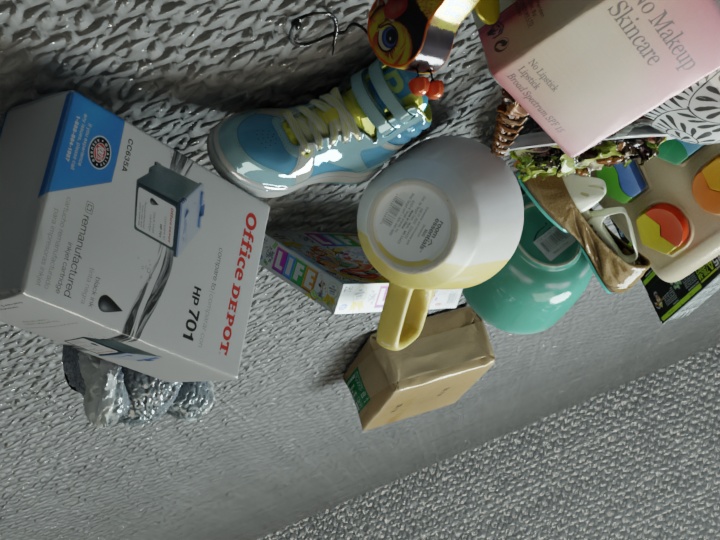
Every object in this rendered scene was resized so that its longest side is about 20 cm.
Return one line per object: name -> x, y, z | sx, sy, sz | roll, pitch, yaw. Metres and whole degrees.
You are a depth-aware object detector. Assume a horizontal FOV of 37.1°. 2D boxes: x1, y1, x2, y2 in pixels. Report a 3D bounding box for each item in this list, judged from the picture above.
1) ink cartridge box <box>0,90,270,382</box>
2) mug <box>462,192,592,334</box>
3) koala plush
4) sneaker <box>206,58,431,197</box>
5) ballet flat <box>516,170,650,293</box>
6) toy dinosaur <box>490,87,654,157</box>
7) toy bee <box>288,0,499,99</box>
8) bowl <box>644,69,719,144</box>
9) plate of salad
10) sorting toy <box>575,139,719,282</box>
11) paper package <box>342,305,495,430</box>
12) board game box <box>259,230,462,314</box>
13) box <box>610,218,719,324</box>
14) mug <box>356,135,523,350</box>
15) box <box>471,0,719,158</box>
ink cartridge box -> -0.170, -0.016, 0.774 | 0.085, 0.148, 0.199 | -7, 156, 39
mug -> 0.204, -0.030, 1.296 | 0.150, 0.187, 0.115 | 8, 151, -11
koala plush -> -0.203, 0.038, 0.894 | 0.183, 0.202, 0.177 | -29, 160, 18
sneaker -> -0.022, -0.125, 0.860 | 0.130, 0.080, 0.199 | -36, 167, 39
ballet flat -> 0.259, -0.058, 1.203 | 0.072, 0.200, 0.068 | -32, -160, 29
toy dinosaur -> 0.182, -0.180, 0.955 | 0.135, 0.103, 0.200 | 14, 157, -28
toy bee -> 0.049, -0.180, 0.742 | 0.130, 0.110, 0.200 | -13, 159, -31
bowl -> 0.354, -0.180, 0.989 | 0.201, 0.094, 0.201 | -44, 180, 0
plate of salad -> 0.229, -0.120, 1.102 | 0.198, 0.049, 0.200 | -4, -177, 0
sorting toy -> 0.341, -0.097, 1.181 | 0.036, 0.200, 0.185 | -41, 179, -44
paper package -> 0.088, 0.156, 1.698 | 0.189, 0.104, 0.200 | -14, 160, -21
board game box -> 0.000, 0.000, 1.141 | 0.199, 0.134, 0.035 | -1, 114, -49
box -> 0.386, -0.059, 1.319 | 0.047, 0.195, 0.200 | -18, 160, -17
mug -> 0.071, -0.030, 0.992 | 0.148, 0.189, 0.153 | -13, -177, 18
box -> 0.198, -0.200, 0.797 | 0.199, 0.110, 0.128 | -32, 136, 25
